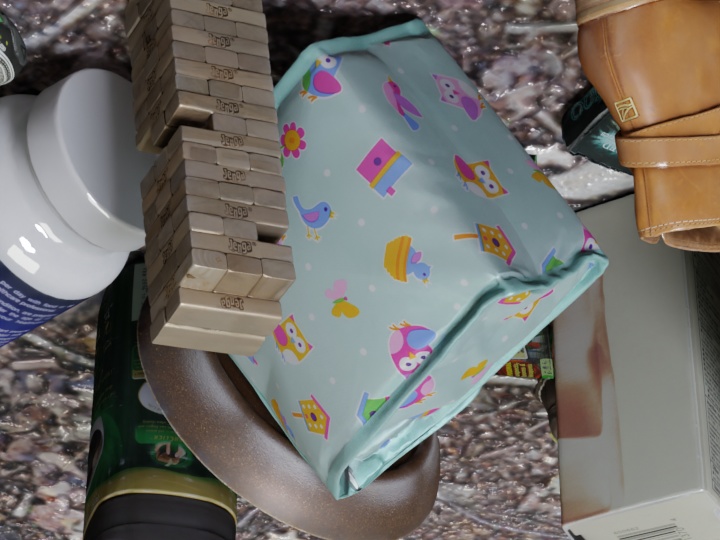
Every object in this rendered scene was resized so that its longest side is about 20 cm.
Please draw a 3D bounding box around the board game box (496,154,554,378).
[{"bbox_3d":[0.056,-0.002,1.358,0.104,0.024,0.200,6,146,14],"label":"board game box"}]

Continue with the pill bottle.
[{"bbox_3d":[-0.193,-0.024,1.261,0.200,0.116,0.116,-27,137,34],"label":"pill bottle"}]

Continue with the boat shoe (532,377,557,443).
[{"bbox_3d":[0.182,0.110,1.496,0.072,0.060,0.200,-26,137,31],"label":"boat shoe"}]

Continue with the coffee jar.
[{"bbox_3d":[-0.113,0.100,1.361,0.085,0.201,0.104,8,145,-11],"label":"coffee jar"}]

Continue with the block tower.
[{"bbox_3d":[-0.073,-0.059,1.141,0.058,0.201,0.054,9,144,-27],"label":"block tower"}]

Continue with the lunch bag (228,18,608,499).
[{"bbox_3d":[0.000,0.000,1.215,0.122,0.171,0.200,-20,157,-50],"label":"lunch bag"}]

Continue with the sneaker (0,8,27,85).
[{"bbox_3d":[-0.262,-0.094,1.189,0.199,0.086,0.078,-7,144,9],"label":"sneaker"}]

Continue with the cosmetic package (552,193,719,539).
[{"bbox_3d":[0.163,0.066,1.315,0.087,0.201,0.103,-16,140,24],"label":"cosmetic package"}]

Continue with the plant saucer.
[{"bbox_3d":[-0.031,0.064,1.321,0.200,0.201,0.032,22,126,-28],"label":"plant saucer"}]

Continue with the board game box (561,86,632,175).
[{"bbox_3d":[0.225,-0.077,1.260,0.199,0.028,0.135,19,141,-26],"label":"board game box"}]

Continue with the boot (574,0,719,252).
[{"bbox_3d":[0.165,-0.086,1.095,0.074,0.156,0.199,-18,170,42],"label":"boot"}]
